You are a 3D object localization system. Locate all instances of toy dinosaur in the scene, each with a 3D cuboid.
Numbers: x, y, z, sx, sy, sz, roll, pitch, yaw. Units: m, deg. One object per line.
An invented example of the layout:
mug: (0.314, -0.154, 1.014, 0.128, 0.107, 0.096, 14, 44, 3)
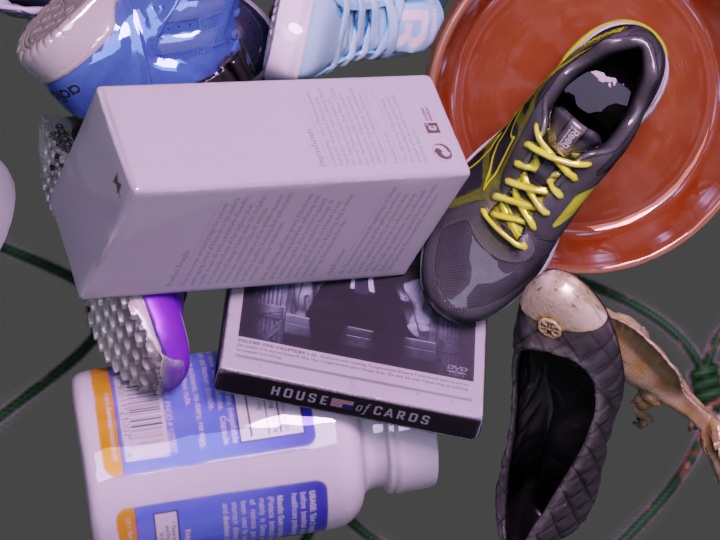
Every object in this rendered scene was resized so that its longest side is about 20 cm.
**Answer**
toy dinosaur: (0.152, 0.043, 1.338, 0.200, 0.101, 0.058, 42, 80, 1)

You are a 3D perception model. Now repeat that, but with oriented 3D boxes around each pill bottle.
pill bottle: (-0.060, 0.098, 1.303, 0.199, 0.112, 0.113, -8, 86, -8)

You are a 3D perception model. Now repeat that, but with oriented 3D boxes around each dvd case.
dvd case: (0.000, 0.000, 1.306, 0.149, 0.025, 0.201, 11, 48, -7)

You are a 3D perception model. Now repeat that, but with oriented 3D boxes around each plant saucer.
plant saucer: (0.133, -0.099, 1.319, 0.199, 0.032, 0.201, -2, 104, -9)

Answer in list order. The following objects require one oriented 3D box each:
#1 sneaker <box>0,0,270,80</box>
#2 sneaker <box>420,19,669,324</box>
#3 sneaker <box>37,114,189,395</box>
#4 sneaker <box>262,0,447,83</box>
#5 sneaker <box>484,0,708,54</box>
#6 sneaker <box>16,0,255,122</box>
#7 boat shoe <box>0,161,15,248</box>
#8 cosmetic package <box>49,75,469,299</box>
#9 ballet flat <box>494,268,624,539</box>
sneaker: (-0.143, -0.156, 1.303, 0.199, 0.109, 0.070, 22, 92, -3)
sneaker: (0.097, -0.060, 1.254, 0.074, 0.085, 0.200, 34, 90, 4)
sneaker: (-0.113, -0.022, 1.294, 0.099, 0.070, 0.201, -10, 52, -20)
sneaker: (0.005, -0.149, 1.287, 0.082, 0.200, 0.074, 14, 116, 11)
sneaker: (0.117, -0.178, 1.359, 0.199, 0.087, 0.074, 18, 98, -13)
sneaker: (-0.082, -0.149, 1.253, 0.200, 0.077, 0.111, -45, 116, -5)
boat shoe: (-0.278, 0.004, 1.302, 0.200, 0.063, 0.071, -51, 126, -29)
cosmetic package: (-0.054, -0.046, 1.227, 0.199, 0.102, 0.072, -4, 58, -29)
ballet flat: (0.111, 0.085, 1.299, 0.066, 0.201, 0.057, 22, 44, 26)
